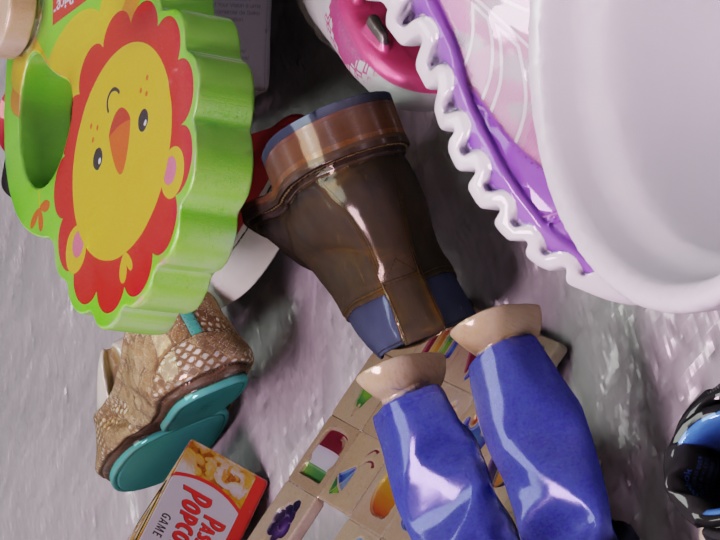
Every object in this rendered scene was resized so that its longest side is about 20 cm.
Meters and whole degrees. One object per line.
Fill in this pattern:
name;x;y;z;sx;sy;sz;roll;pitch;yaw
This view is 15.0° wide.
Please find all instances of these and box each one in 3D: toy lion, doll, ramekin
toy lion;-0.103;-0.064;1.172;0.200;0.068;0.193;-23;65;57
doll;0.072;0.113;0.944;0.136;0.048;0.201;-26;75;16
ramekin;0.138;-0.085;0.821;0.200;0.097;0.201;-175;90;-65

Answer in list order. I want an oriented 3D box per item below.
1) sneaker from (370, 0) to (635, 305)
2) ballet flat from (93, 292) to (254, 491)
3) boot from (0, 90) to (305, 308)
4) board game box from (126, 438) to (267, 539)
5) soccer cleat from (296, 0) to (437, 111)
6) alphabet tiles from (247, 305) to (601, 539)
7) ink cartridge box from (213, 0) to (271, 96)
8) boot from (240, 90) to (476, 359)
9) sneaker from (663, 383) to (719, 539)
sneaker;0.067;-0.084;0.951;0.088;0.080;0.201;-39;78;34
ballet flat;-0.095;0.053;1.320;0.065;0.070;0.200;66;157;12
boot;-0.100;-0.051;1.277;0.073;0.144;0.200;-54;9;-30
board game box;-0.122;0.198;1.296;0.152;0.046;0.200;-57;6;48
soccer cleat;0.010;-0.116;1.157;0.200;0.070;0.087;-105;22;-47
alphabet tiles;0.019;0.092;1.067;0.167;0.008;0.200;-56;25;-6
ink cartridge box;-0.067;-0.177;1.300;0.200;0.040;0.201;171;104;-81
boot;0.000;0.000;1.120;0.200;0.074;0.097;88;161;-79
sneaker;0.126;0.076;0.805;0.200;0.111;0.073;122;144;-46
